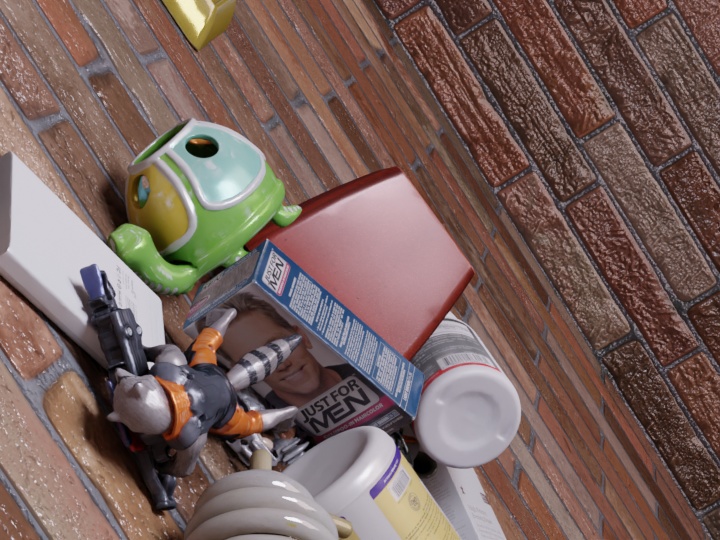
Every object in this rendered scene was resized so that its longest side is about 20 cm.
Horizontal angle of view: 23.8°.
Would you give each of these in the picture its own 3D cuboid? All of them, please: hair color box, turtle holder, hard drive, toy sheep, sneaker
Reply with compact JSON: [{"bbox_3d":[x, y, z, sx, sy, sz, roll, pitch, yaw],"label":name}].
[{"bbox_3d":[-0.048,0.073,1.502,0.200,0.100,0.061,41,38,-21],"label":"hair color box"},{"bbox_3d":[-0.161,-0.054,1.576,0.132,0.185,0.141,54,-17,-16],"label":"turtle holder"},{"bbox_3d":[-0.229,0.009,1.393,0.200,0.027,0.132,49,18,-36],"label":"hard drive"},{"bbox_3d":[-0.073,0.219,1.286,0.138,0.137,0.201,48,21,-35],"label":"toy sheep"},{"bbox_3d":[0.009,0.179,1.747,0.200,0.079,0.074,40,25,-49],"label":"sneaker"}]

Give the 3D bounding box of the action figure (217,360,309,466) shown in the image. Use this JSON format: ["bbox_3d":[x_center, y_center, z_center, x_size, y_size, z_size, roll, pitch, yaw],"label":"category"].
[{"bbox_3d":[-0.091,0.116,1.562,0.131,0.069,0.200,64,18,2],"label":"action figure"}]

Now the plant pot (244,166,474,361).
[{"bbox_3d":[0.000,0.000,1.745,0.200,0.176,0.200,53,-6,-6],"label":"plant pot"}]

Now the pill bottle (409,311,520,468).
[{"bbox_3d":[0.090,0.117,1.815,0.114,0.114,0.200,52,3,-24],"label":"pill bottle"}]

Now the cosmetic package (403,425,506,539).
[{"bbox_3d":[0.094,0.256,1.890,0.102,0.074,0.201,32,31,-61],"label":"cosmetic package"}]

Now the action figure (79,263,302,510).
[{"bbox_3d":[-0.138,0.073,1.346,0.193,0.104,0.201,-25,93,-61],"label":"action figure"}]

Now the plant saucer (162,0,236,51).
[{"bbox_3d":[-0.227,-0.389,2.173,0.201,0.048,0.200,56,14,-10],"label":"plant saucer"}]

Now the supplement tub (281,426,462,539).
[{"bbox_3d":[0.015,0.252,1.478,0.201,0.145,0.146,56,14,-13],"label":"supplement tub"}]
